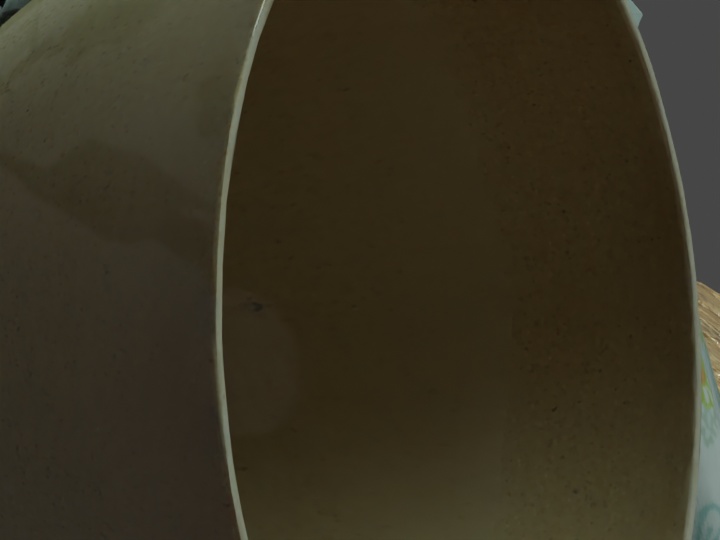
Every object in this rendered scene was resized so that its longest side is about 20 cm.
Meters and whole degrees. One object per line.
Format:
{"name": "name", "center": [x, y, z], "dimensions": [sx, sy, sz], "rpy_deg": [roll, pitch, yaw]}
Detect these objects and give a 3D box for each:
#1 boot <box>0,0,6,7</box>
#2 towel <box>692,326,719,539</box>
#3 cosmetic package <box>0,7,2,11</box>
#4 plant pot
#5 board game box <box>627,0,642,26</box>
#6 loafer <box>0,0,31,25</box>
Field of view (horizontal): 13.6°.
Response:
{"name": "boot", "center": [-0.049, -0.126, 1.174], "dimensions": [0.199, 0.132, 0.070], "rpy_deg": [25, -6, 18]}
{"name": "towel", "center": [0.107, 0.047, 1.102], "dimensions": [0.200, 0.048, 0.172], "rpy_deg": [-41, 114, -83]}
{"name": "cosmetic package", "center": [-0.227, -0.239, 1.405], "dimensions": [0.165, 0.165, 0.200], "rpy_deg": [39, 8, 38]}
{"name": "plant pot", "center": [-0.031, 0.018, 0.616], "dimensions": [0.134, 0.202, 0.200], "rpy_deg": [-4, -14, 29]}
{"name": "board game box", "center": [0.018, -0.130, 1.528], "dimensions": [0.199, 0.064, 0.148], "rpy_deg": [-19, -55, 41]}
{"name": "loafer", "center": [-0.069, -0.018, 1.099], "dimensions": [0.200, 0.070, 0.075], "rpy_deg": [43, -23, -26]}
